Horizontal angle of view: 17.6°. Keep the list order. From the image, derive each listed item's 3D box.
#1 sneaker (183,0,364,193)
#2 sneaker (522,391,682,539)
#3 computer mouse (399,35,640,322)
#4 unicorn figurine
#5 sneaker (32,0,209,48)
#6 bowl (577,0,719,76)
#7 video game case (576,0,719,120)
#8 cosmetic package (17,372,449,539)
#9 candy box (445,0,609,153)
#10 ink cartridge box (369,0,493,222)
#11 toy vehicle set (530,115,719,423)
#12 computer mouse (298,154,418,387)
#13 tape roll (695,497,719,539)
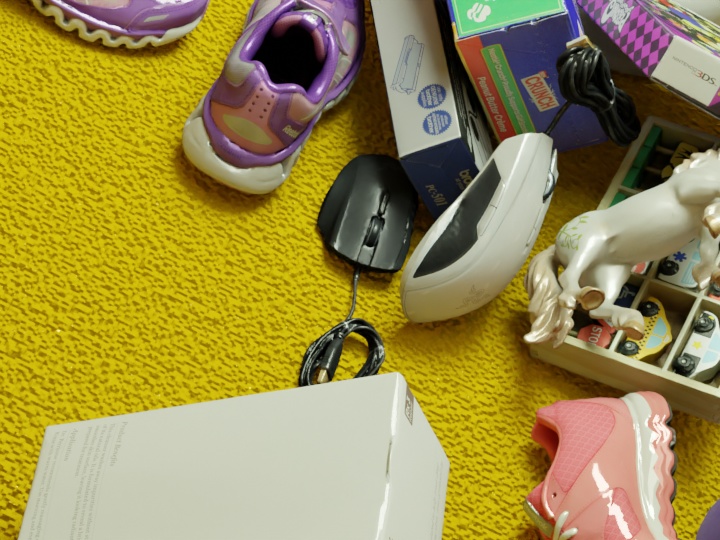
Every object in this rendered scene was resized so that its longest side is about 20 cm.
[{"bbox_3d":[-0.038,-0.138,1.434,0.080,0.089,0.200,27,45,-2],"label":"sneaker"},{"bbox_3d":[0.135,0.154,1.317,0.087,0.074,0.200,4,47,-6],"label":"sneaker"},{"bbox_3d":[0.098,-0.042,1.395,0.044,0.110,0.200,33,79,26],"label":"computer mouse"},{"bbox_3d":[0.186,-0.024,1.386,0.199,0.074,0.137,-11,26,4],"label":"unicorn figurine"},{"bbox_3d":[-0.182,-0.207,1.430,0.200,0.089,0.081,21,46,-11],"label":"sneaker"},{"bbox_3d":[0.193,-0.240,1.640,0.201,0.090,0.201,14,48,-16],"label":"bowl"},{"bbox_3d":[0.238,-0.126,1.503,0.181,0.036,0.200,26,15,-18],"label":"video game case"},{"bbox_3d":[-0.063,0.127,1.146,0.199,0.081,0.113,-7,46,19],"label":"cosmetic package"},{"bbox_3d":[0.092,-0.194,1.482,0.077,0.169,0.200,-16,62,7],"label":"candy box"},{"bbox_3d":[0.044,-0.128,1.470,0.044,0.094,0.200,-18,53,12],"label":"ink cartridge box"},{"bbox_3d":[0.200,-0.005,1.447,0.124,0.027,0.200,19,52,17],"label":"toy vehicle set"},{"bbox_3d":[0.000,0.000,1.387,0.058,0.034,0.200,21,48,-11],"label":"computer mouse"},{"bbox_3d":[0.299,0.182,1.352,0.199,0.085,0.200,13,49,-16],"label":"tape roll"}]
